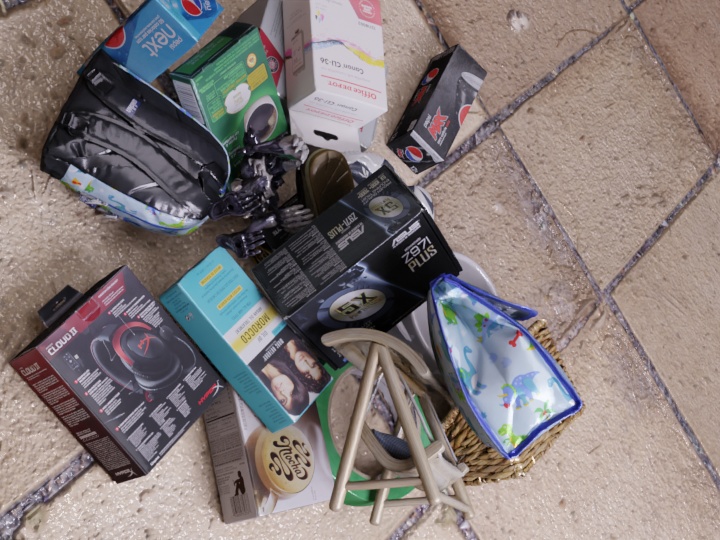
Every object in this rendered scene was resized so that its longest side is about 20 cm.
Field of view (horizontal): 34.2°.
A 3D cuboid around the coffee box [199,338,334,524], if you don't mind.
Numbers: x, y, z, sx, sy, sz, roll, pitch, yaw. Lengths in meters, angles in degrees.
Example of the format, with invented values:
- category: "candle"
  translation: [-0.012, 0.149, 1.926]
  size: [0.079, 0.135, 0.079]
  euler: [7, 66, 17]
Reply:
- category: "coffee box"
  translation: [-0.112, 0.181, 1.357]
  size: [0.113, 0.080, 0.201]
  euler: [-4, 76, -38]

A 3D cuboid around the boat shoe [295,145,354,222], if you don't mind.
- category: "boat shoe"
  translation: [-0.036, -0.062, 1.428]
  size: [0.073, 0.065, 0.201]
  euler: [-19, 121, -22]

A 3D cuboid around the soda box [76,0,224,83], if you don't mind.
- category: "soda box"
  translation: [-0.242, -0.260, 1.331]
  size: [0.068, 0.200, 0.064]
  euler: [43, 52, -18]

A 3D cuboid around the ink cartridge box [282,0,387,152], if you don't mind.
- category: "ink cartridge box"
  translation: [-0.031, -0.255, 1.480]
  size: [0.116, 0.067, 0.201]
  euler: [9, 69, -36]

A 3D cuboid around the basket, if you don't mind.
- category: "basket"
  translation: [0.179, 0.174, 1.555]
  size: [0.200, 0.142, 0.149]
  euler: [-36, 102, -45]

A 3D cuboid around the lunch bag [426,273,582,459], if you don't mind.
- category: "lunch bag"
  translation: [0.141, 0.093, 1.295]
  size: [0.127, 0.170, 0.200]
  euler: [-37, 85, -3]

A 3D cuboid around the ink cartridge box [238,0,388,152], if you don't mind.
- category: "ink cartridge box"
  translation: [-0.074, -0.249, 1.545]
  size: [0.200, 0.083, 0.146]
  euler: [29, 57, -28]

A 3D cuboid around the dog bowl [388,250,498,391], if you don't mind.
- category: "dog bowl"
  translation: [0.117, 0.063, 1.606]
  size: [0.200, 0.059, 0.201]
  euler: [16, 64, -35]

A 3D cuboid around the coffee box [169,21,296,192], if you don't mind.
- category: "coffee box"
  translation: [-0.149, -0.181, 1.411]
  size: [0.123, 0.044, 0.200]
  euler: [-47, 138, -31]

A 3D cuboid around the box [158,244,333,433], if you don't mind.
- category: "box"
  translation: [-0.126, 0.076, 1.300]
  size: [0.200, 0.049, 0.082]
  euler: [50, 49, -7]

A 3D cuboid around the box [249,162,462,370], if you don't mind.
- category: "box"
  translation: [0.000, 0.000, 1.355]
  size: [0.086, 0.200, 0.164]
  euler: [52, 0, 33]

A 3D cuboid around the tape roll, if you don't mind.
- category: "tape roll"
  translation: [0.005, 0.194, 1.472]
  size: [0.200, 0.048, 0.201]
  euler: [15, 65, -35]

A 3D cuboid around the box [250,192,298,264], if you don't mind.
- category: "box"
  translation: [-0.041, -0.031, 1.516]
  size: [0.200, 0.049, 0.160]
  euler: [-44, 106, -40]

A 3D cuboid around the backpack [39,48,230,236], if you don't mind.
- category: "backpack"
  translation: [-0.246, -0.125, 1.331]
  size: [0.199, 0.154, 0.164]
  euler: [22, 62, -9]

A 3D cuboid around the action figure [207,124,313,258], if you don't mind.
- category: "action figure"
  translation: [-0.103, -0.093, 1.334]
  size: [0.200, 0.102, 0.119]
  euler: [-68, 151, -57]

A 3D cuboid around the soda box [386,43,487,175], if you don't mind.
- category: "soda box"
  translation: [0.114, -0.237, 1.709]
  size: [0.071, 0.063, 0.200]
  euler: [42, 53, -20]

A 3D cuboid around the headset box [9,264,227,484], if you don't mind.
- category: "headset box"
  translation: [-0.264, 0.104, 1.264]
  size: [0.200, 0.075, 0.149]
  euler: [51, 49, -13]

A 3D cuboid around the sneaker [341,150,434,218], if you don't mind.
- category: "sneaker"
  translation: [0.027, -0.063, 1.483]
  size: [0.199, 0.079, 0.130]
  euler: [32, 38, -46]

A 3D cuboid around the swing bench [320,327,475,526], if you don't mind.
- category: "swing bench"
  translation: [0.045, 0.179, 1.332]
  size: [0.199, 0.129, 0.201]
  euler: [46, 40, -67]

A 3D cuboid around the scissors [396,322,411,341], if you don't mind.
- category: "scissors"
  translation: [0.012, 0.002, 1.508]
  size: [0.200, 0.014, 0.073]
  euler: [44, 50, -18]
